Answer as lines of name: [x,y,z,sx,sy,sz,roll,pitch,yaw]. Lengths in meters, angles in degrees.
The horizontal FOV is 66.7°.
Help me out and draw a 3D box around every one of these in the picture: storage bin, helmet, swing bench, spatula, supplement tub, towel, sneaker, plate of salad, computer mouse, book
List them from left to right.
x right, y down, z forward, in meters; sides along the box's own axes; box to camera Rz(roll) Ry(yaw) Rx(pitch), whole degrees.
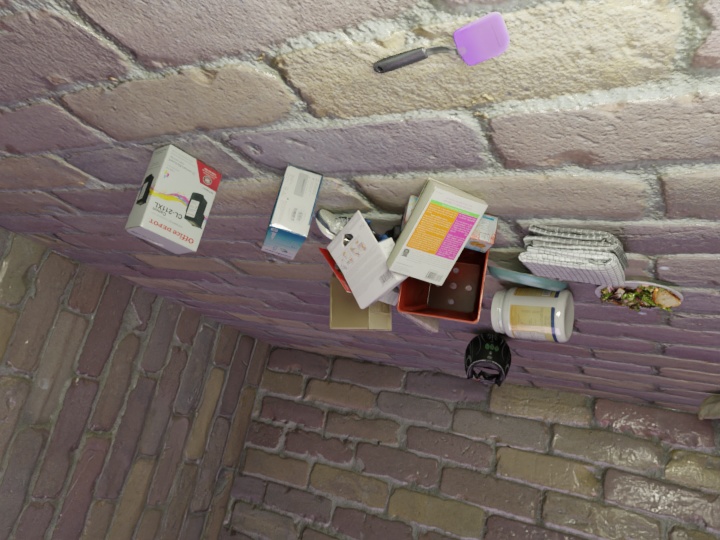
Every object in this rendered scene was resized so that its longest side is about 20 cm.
sneaker: [-0.015,-0.104,1.336,0.199,0.077,0.085,30,128,-4]
storage bin: [-0.003,0.090,1.728,0.093,0.201,0.199,5,172,-40]
computer mouse: [0.091,-0.043,1.319,0.046,0.142,0.200,8,165,-11]
towel: [0.160,0.055,1.487,0.032,0.193,0.200,-11,153,32]
spatula: [0.098,-0.287,0.720,0.199,0.021,0.057,3,148,40]
book: [0.155,-0.071,1.114,0.133,0.201,0.048,17,-153,-21]
helmet: [0.501,0.344,2.152,0.198,0.191,0.201,9,127,12]
supplement tub: [0.478,0.120,1.521,0.198,0.146,0.144,2,160,34]
towel: [0.453,-0.031,1.161,0.199,0.086,0.165,9,171,33]
plate of salad: [0.692,0.072,1.367,0.198,0.049,0.200,12,164,4]
swing bench: [1.492,0.553,2.159,0.198,0.131,0.199,18,164,3]

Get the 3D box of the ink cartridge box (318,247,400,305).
ink cartridge box: [0.000,0.000,1.454,0.175,0.045,0.200,19,-155,-41]

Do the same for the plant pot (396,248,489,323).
plant pot: [0.221,0.026,1.373,0.198,0.202,0.176,8,173,19]

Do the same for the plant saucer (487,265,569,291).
plant saucer: [0.410,0.022,1.353,0.198,0.028,0.200,12,-178,0]

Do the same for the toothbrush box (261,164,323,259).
toothbrush box: [-0.158,-0.125,1.234,0.085,0.148,0.200,17,162,-12]

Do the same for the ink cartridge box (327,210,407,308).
ink cartridge box: [0.014,-0.025,1.262,0.044,0.177,0.200,-24,170,-31]

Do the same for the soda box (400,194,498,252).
soda box: [0.191,-0.100,1.183,0.198,0.064,0.068,15,163,-1]

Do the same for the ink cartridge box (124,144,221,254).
ink cartridge box: [-0.420,-0.156,1.243,0.082,0.202,0.145,-2,158,43]
